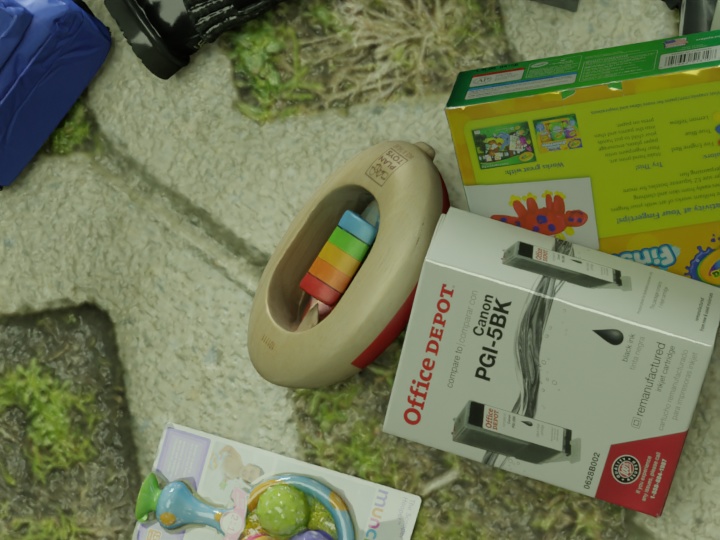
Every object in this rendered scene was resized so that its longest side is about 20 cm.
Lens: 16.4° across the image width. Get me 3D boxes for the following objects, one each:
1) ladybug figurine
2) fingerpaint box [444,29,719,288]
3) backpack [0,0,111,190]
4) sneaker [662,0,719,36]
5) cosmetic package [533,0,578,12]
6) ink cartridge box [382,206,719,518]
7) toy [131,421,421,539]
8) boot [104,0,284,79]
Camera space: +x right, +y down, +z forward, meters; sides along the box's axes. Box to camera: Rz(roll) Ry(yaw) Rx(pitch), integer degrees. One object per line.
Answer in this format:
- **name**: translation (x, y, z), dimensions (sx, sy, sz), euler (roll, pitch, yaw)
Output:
- **ladybug figurine**: translation (0.000, 0.000, 1.761), dimensions (0.200, 0.072, 0.136), euler (-55, 39, 5)
- **fingerpaint box**: translation (0.175, -0.063, 1.695), dimensions (0.200, 0.073, 0.167), euler (-9, 114, 15)
- **backpack**: translation (-0.311, -0.189, 1.843), dimensions (0.200, 0.168, 0.163), euler (39, 88, 21)
- **sneaker**: translation (0.223, -0.204, 1.747), dimensions (0.106, 0.075, 0.200), euler (6, 84, 28)
- **cosmetic package**: translation (0.058, -0.279, 1.728), dimensions (0.200, 0.199, 0.123), euler (17, 87, 18)
- **ink cartridge box**: translation (0.128, 0.062, 1.675), dimensions (0.200, 0.083, 0.147), euler (16, 120, 7)
- **toy**: translation (-0.069, 0.189, 1.782), dimensions (0.200, 0.047, 0.115), euler (15, 89, 18)
- **boot**: translation (-0.132, -0.263, 1.842), dimensions (0.158, 0.079, 0.211), euler (-35, 85, 16)
